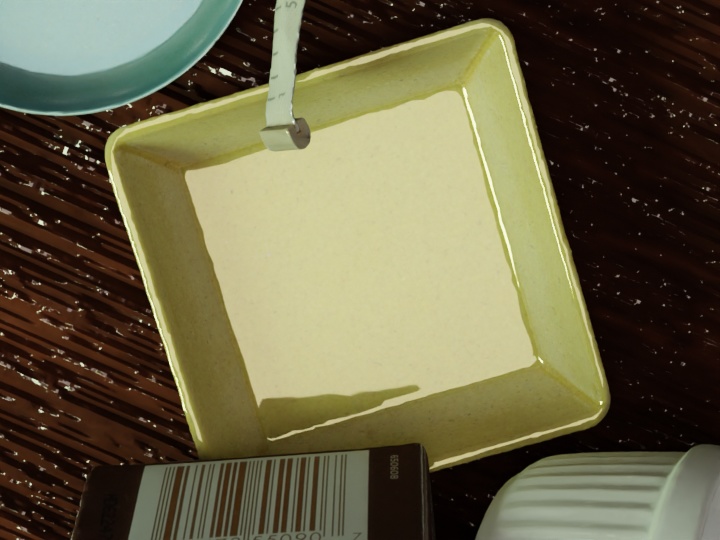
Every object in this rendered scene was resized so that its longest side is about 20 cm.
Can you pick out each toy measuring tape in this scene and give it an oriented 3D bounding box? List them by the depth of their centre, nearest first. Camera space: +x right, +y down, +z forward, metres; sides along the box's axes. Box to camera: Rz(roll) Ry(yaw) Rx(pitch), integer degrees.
[{"bbox_3d":[-0.008,-0.152,0.772,0.073,0.074,0.202,4,89,1],"label":"toy measuring tape"}]

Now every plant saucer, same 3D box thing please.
[{"bbox_3d":[-0.143,-0.175,0.800,0.199,0.027,0.202,0,99,1],"label":"plant saucer"},{"bbox_3d":[0.000,0.000,0.815,0.199,0.048,0.201,-16,99,4],"label":"plant saucer"}]

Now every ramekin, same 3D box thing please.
[{"bbox_3d":[0.117,0.176,0.770,0.104,0.200,0.202,3,100,25],"label":"ramekin"}]

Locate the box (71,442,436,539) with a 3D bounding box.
[{"bbox_3d":[-0.041,0.208,0.765,0.165,0.165,0.201,-5,118,3],"label":"box"}]
